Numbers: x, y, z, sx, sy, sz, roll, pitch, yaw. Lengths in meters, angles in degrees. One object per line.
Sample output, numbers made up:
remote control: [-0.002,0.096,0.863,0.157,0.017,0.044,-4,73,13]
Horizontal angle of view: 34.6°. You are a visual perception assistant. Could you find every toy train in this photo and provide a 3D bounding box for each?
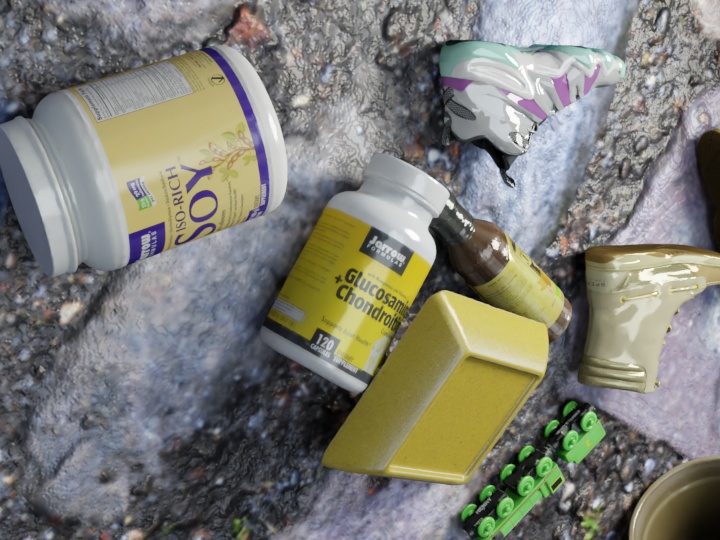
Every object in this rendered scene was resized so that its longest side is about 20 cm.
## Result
toy train: [0.186,0.221,1.234,0.200,0.042,0.057,-43,126,-15]

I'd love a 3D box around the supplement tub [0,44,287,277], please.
supplement tub: [-0.174,-0.086,0.923,0.199,0.145,0.147,-22,109,-23]

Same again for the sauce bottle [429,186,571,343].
sauce bottle: [0.132,-0.005,1.147,0.200,0.065,0.065,43,79,-29]

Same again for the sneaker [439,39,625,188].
sneaker: [0.165,-0.151,1.136,0.198,0.078,0.142,-1,102,-18]

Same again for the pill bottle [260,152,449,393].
pill bottle: [0.000,0.000,1.051,0.112,0.112,0.201,30,85,-29]

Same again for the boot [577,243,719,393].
boot: [0.325,0.052,1.255,0.198,0.073,0.157,-1,100,-26]

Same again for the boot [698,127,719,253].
boot: [0.470,-0.085,1.307,0.154,0.072,0.202,-23,105,-23]

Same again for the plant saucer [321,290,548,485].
plant saucer: [0.086,0.129,1.092,0.199,0.048,0.201,17,111,-50]

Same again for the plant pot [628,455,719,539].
plant pot: [0.419,0.342,1.311,0.200,0.200,0.174,-40,131,-15]
